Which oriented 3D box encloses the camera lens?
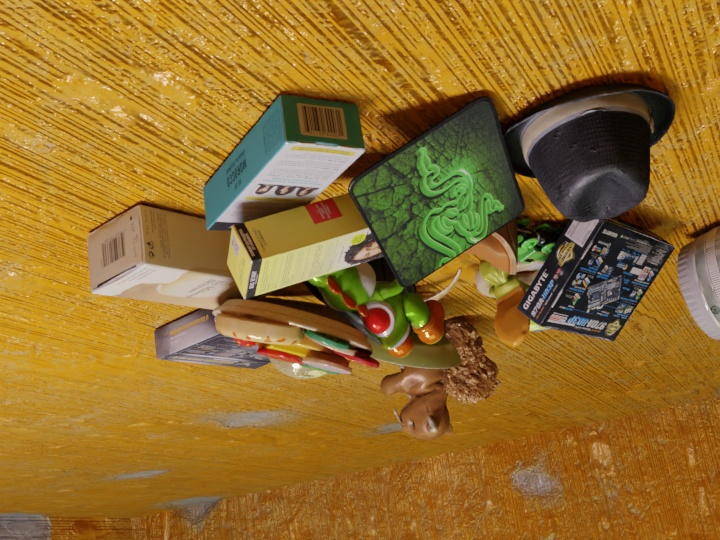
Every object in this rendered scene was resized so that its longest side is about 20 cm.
[{"bbox_3d":[0.560,-0.001,1.356,0.200,0.160,0.160,-24,156,39],"label":"camera lens"}]

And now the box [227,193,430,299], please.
[{"bbox_3d":[-0.031,-0.035,0.999,0.200,0.050,0.075,-17,153,-21],"label":"box"}]

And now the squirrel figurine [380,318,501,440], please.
[{"bbox_3d":[0.133,0.187,1.676,0.200,0.187,0.142,-14,161,14],"label":"squirrel figurine"}]

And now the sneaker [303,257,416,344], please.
[{"bbox_3d":[0.000,0.000,1.262,0.076,0.114,0.199,-20,132,43],"label":"sneaker"}]

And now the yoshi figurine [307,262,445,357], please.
[{"bbox_3d":[0.008,0.016,1.158,0.200,0.113,0.112,37,168,-39],"label":"yoshi figurine"}]

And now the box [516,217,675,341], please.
[{"bbox_3d":[0.315,0.008,1.310,0.200,0.046,0.159,12,113,-46],"label":"box"}]

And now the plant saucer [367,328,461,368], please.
[{"bbox_3d":[0.061,0.108,1.536,0.200,0.031,0.200,10,-171,-1],"label":"plant saucer"}]

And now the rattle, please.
[{"bbox_3d":[0.248,0.051,1.417,0.130,0.143,0.200,-30,153,5],"label":"rattle"}]

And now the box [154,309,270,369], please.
[{"bbox_3d":[-0.182,0.100,1.494,0.158,0.048,0.200,-23,157,38],"label":"box"}]

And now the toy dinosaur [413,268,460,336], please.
[{"bbox_3d":[0.075,0.058,1.474,0.200,0.058,0.101,-16,159,22],"label":"toy dinosaur"}]

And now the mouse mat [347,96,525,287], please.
[{"bbox_3d":[0.082,-0.071,0.989,0.161,0.008,0.200,-33,144,-1],"label":"mouse mat"}]

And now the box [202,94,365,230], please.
[{"bbox_3d":[-0.079,-0.096,0.954,0.082,0.049,0.200,2,159,-30],"label":"box"}]

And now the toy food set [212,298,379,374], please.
[{"bbox_3d":[-0.077,0.079,1.153,0.198,0.049,0.200,16,169,-13],"label":"toy food set"}]

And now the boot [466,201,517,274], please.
[{"bbox_3d":[0.099,-0.047,1.150,0.154,0.074,0.200,-7,152,19],"label":"boot"}]

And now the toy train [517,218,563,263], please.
[{"bbox_3d":[0.235,-0.032,1.292,0.200,0.042,0.056,9,143,-42],"label":"toy train"}]

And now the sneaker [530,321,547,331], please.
[{"bbox_3d":[0.327,0.058,1.591,0.200,0.076,0.105,-4,175,9],"label":"sneaker"}]

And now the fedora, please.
[{"bbox_3d":[0.234,-0.105,1.000,0.200,0.092,0.201,-7,162,-2],"label":"fedora"}]

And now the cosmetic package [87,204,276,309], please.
[{"bbox_3d":[-0.196,-0.009,1.126,0.105,0.071,0.200,-24,157,38],"label":"cosmetic package"}]

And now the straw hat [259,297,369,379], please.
[{"bbox_3d":[-0.078,0.101,1.348,0.201,0.085,0.201,11,-172,-2],"label":"straw hat"}]
